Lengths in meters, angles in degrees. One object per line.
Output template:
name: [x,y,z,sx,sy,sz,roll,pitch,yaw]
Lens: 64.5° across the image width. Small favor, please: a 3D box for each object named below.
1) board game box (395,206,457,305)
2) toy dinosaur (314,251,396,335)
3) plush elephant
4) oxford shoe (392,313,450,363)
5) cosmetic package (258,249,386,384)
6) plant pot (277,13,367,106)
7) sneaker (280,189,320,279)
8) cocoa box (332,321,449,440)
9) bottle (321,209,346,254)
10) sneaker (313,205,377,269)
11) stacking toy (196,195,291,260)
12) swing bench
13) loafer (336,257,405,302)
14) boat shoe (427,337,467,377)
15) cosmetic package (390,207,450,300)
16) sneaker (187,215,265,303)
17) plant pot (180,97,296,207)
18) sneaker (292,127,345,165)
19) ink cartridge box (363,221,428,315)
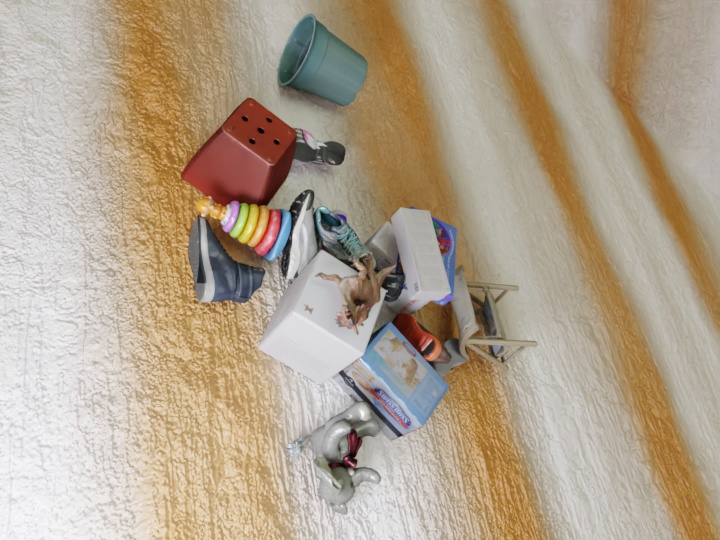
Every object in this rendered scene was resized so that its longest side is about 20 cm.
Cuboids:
board game box: [0.155,-0.035,1.325,0.133,0.045,0.202,23,54,-19]
toy dinosaur: [0.002,0.047,1.089,0.199,0.085,0.137,-15,80,-50]
plush elephant: [-0.033,0.370,1.094,0.198,0.165,0.156,-21,59,-10]
oxford shoe: [0.136,0.163,1.330,0.072,0.072,0.200,34,4,-33]
cosmetic package: [-0.082,0.102,1.185,0.165,0.200,0.168,32,52,-12]
plant pot: [-0.098,-0.565,1.580,0.195,0.200,0.202,18,55,-33]
sneaker: [-0.125,-0.079,1.270,0.078,0.074,0.203,6,99,-25]
cocoa box: [0.066,0.241,1.244,0.200,0.131,0.133,47,49,0]
bottle: [-0.055,-0.050,1.367,0.065,0.083,0.202,22,53,-35]
sneaker: [-0.040,-0.065,1.278,0.200,0.087,0.078,41,62,13]
stacking toy: [-0.259,-0.107,1.231,0.198,0.110,0.117,20,91,-26]
swing bench: [0.313,0.122,1.455,0.198,0.130,0.200,17,43,-21]
loafer: [0.000,0.000,1.229,0.199,0.071,0.068,23,9,3]
boat shoe: [0.201,0.217,1.387,0.199,0.056,0.069,-16,74,-58]
cosmetic package: [0.130,-0.036,1.246,0.082,0.051,0.202,3,63,-28]
sneaker: [-0.283,-0.020,1.211,0.145,0.077,0.204,4,57,-36]
plant pot: [-0.257,-0.264,1.301,0.199,0.176,0.201,35,51,-10]
sneaker: [-0.140,-0.305,1.461,0.198,0.086,0.081,13,85,-38]
ink cartridge box: [0.085,0.003,1.384,0.200,0.145,0.088,42,50,-4]
